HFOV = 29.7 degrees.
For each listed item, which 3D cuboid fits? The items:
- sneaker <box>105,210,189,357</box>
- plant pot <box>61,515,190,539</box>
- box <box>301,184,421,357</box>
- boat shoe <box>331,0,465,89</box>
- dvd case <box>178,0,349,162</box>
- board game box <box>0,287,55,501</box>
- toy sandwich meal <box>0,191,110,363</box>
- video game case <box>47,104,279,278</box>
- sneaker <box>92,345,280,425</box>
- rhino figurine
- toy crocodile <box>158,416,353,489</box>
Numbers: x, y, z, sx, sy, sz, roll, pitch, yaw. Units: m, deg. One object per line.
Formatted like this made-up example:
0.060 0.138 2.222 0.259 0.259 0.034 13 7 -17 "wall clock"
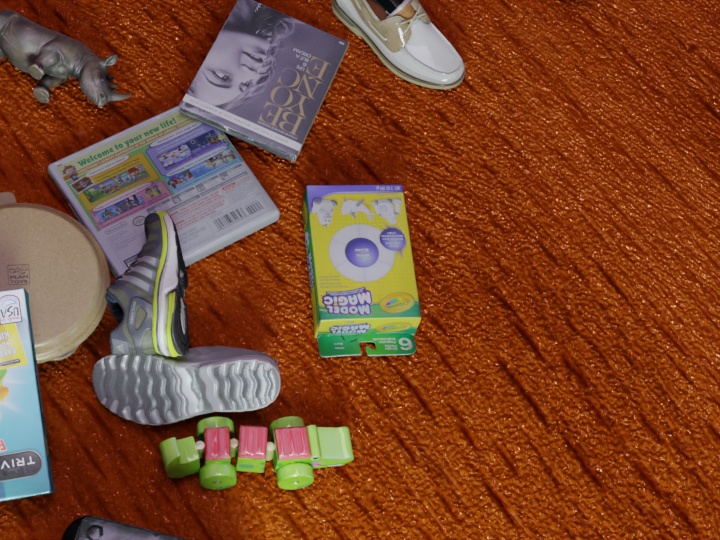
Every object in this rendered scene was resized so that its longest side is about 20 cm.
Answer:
-0.222 0.011 1.400 0.080 0.074 0.201 -8 40 -1 "sneaker"
-0.202 0.323 1.210 0.198 0.178 0.201 14 59 -1 "plant pot"
0.000 0.000 1.505 0.116 0.048 0.202 -2 63 -11 "box"
0.047 -0.300 1.670 0.199 0.069 0.075 37 61 11 "boat shoe"
-0.112 -0.232 1.619 0.148 0.016 0.201 23 55 -2 "dvd case"
-0.386 0.128 1.315 0.150 0.047 0.202 -9 83 -10 "board game box"
-0.361 0.016 1.420 0.203 0.070 0.207 5 63 -10 "toy sandwich meal"
-0.221 -0.087 1.528 0.199 0.022 0.183 -28 69 -22 "video game case"
-0.177 0.116 1.403 0.198 0.082 0.075 2 99 5 "sneaker"
-0.357 -0.242 1.567 0.199 0.060 0.088 22 48 -2 "rhino figurine"
-0.105 0.181 1.374 0.198 0.062 0.068 0 61 -11 "toy crocodile"
